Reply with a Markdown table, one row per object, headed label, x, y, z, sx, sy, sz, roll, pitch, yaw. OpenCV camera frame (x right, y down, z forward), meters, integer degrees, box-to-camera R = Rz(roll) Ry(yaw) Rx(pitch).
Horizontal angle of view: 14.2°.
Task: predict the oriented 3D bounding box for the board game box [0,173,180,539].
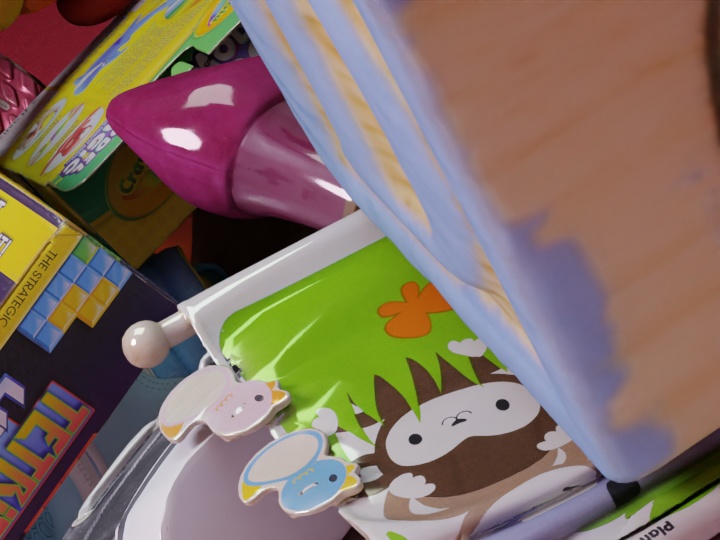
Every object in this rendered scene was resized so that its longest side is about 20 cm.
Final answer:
| label | x | y | z | sx | sy | sz | roll | pitch | yaw |
| --- | --- | --- | --- | --- | --- | --- | --- | --- | --- |
| board game box | -0.161 | 0.037 | 0.917 | 0.165 | 0.057 | 0.200 | -53 | 34 | -4 |

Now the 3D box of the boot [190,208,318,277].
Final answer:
| label | x | y | z | sx | sy | sz | roll | pitch | yaw |
| --- | --- | --- | --- | --- | --- | --- | --- | --- | --- |
| boot | 0.000 | 0.000 | 1.027 | 0.073 | 0.076 | 0.200 | 15 | 4 | -33 |

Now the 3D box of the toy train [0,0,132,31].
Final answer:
| label | x | y | z | sx | sy | sz | roll | pitch | yaw |
| --- | --- | --- | --- | --- | --- | --- | --- | --- | --- |
| toy train | -0.134 | -0.104 | 1.053 | 0.200 | 0.085 | 0.116 | 4 | 45 | 46 |

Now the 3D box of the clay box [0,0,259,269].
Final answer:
| label | x | y | z | sx | sy | sz | roll | pitch | yaw |
| --- | --- | --- | --- | --- | --- | --- | --- | --- | --- |
| clay box | -0.068 | -0.061 | 1.022 | 0.115 | 0.048 | 0.200 | -47 | 15 | -6 |

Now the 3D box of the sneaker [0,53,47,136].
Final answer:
| label | x | y | z | sx | sy | sz | roll | pitch | yaw |
| --- | --- | --- | --- | --- | --- | --- | --- | --- | --- |
| sneaker | -0.180 | -0.039 | 1.196 | 0.075 | 0.081 | 0.200 | 14 | -21 | -36 |

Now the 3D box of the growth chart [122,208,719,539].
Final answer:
| label | x | y | z | sx | sy | sz | roll | pitch | yaw |
| --- | --- | --- | --- | --- | --- | --- | --- | --- | --- |
| growth chart | 0.036 | 0.027 | 0.763 | 0.145 | 0.018 | 0.200 | -33 | 38 | -23 |

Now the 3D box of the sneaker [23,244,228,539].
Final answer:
| label | x | y | z | sx | sy | sz | roll | pitch | yaw |
| --- | --- | --- | --- | --- | --- | --- | --- | --- | --- |
| sneaker | -0.111 | 0.044 | 1.010 | 0.130 | 0.080 | 0.200 | -36 | 25 | -31 |

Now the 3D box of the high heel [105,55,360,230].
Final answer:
| label | x | y | z | sx | sy | sz | roll | pitch | yaw |
| --- | --- | --- | --- | --- | --- | --- | --- | --- | --- |
| high heel | 0.005 | -0.058 | 0.960 | 0.096 | 0.068 | 0.200 | 23 | 19 | 22 |

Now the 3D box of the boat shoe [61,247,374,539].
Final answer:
| label | x | y | z | sx | sy | sz | roll | pitch | yaw |
| --- | --- | --- | --- | --- | --- | --- | --- | --- | --- |
| boat shoe | -0.016 | 0.042 | 0.853 | 0.068 | 0.072 | 0.200 | -12 | 26 | 45 |

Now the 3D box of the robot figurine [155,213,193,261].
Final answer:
| label | x | y | z | sx | sy | sz | roll | pitch | yaw |
| --- | --- | --- | --- | --- | --- | --- | --- | --- | --- |
| robot figurine | -0.057 | -0.051 | 1.193 | 0.200 | 0.117 | 0.144 | -19 | 40 | 31 |

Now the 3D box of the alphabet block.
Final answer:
| label | x | y | z | sx | sy | sz | roll | pitch | yaw |
| --- | --- | --- | --- | --- | --- | --- | --- | --- | --- |
| alphabet block | 0.072 | -0.105 | 0.723 | 0.200 | 0.196 | 0.196 | -34 | 39 | -5 |
